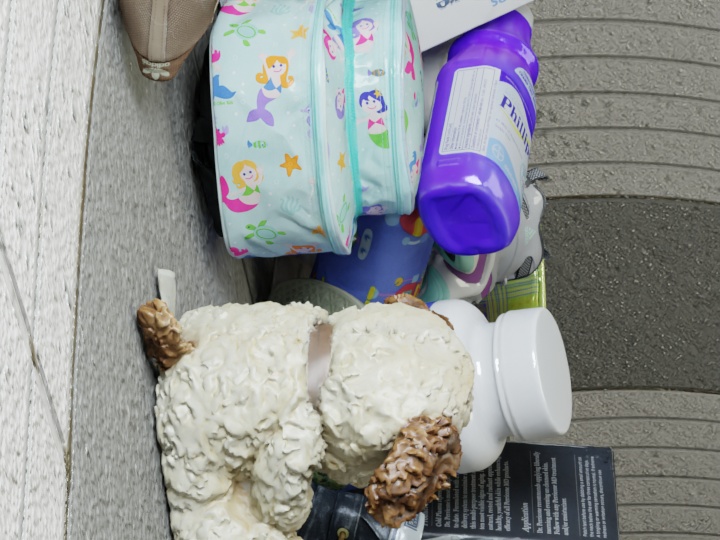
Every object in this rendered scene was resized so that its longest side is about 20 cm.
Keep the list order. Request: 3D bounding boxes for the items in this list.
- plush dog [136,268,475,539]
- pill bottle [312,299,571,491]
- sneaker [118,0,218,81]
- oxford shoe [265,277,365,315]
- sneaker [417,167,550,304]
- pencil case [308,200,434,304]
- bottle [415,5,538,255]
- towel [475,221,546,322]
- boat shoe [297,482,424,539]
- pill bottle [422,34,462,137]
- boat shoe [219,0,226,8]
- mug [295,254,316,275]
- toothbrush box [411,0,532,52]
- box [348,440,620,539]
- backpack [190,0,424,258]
[{"bbox_3d":[-0.022,0.066,1.308,0.200,0.171,0.161,-88,168,-50],"label":"plush dog"},{"bbox_3d":[0.029,0.079,1.541,0.112,0.199,0.113,-10,90,-71],"label":"pill bottle"},{"bbox_3d":[-0.108,-0.179,1.374,0.200,0.070,0.076,-78,179,-60],"label":"sneaker"},{"bbox_3d":[0.012,0.074,1.646,0.075,0.200,0.058,-57,153,0],"label":"oxford shoe"},{"bbox_3d":[0.083,0.005,1.782,0.078,0.140,0.200,52,-46,26],"label":"sneaker"},{"bbox_3d":[0.000,0.000,1.706,0.078,0.087,0.201,-31,144,-52],"label":"pencil case"},{"bbox_3d":[0.085,-0.106,1.649,0.084,0.065,0.200,63,29,-42],"label":"bottle"},{"bbox_3d":[0.057,0.013,1.971,0.023,0.199,0.144,15,69,-60],"label":"towel"},{"bbox_3d":[-0.031,0.227,1.548,0.071,0.091,0.201,-75,-176,-71],"label":"boat shoe"},{"bbox_3d":[0.021,-0.164,1.810,0.200,0.112,0.113,18,-56,50],"label":"pill bottle"},{"bbox_3d":[-0.051,-0.129,1.675,0.067,0.073,0.201,-16,98,-80],"label":"boat shoe"},{"bbox_3d":[0.023,-0.020,1.872,0.175,0.147,0.201,-13,102,-62],"label":"mug"},{"bbox_3d":[0.018,-0.225,1.703,0.200,0.146,0.086,33,-37,56],"label":"toothbrush box"},{"bbox_3d":[0.071,0.227,1.667,0.124,0.196,0.201,-83,177,-59],"label":"box"},{"bbox_3d":[-0.034,-0.099,1.524,0.200,0.150,0.178,-64,152,-67],"label":"backpack"}]
